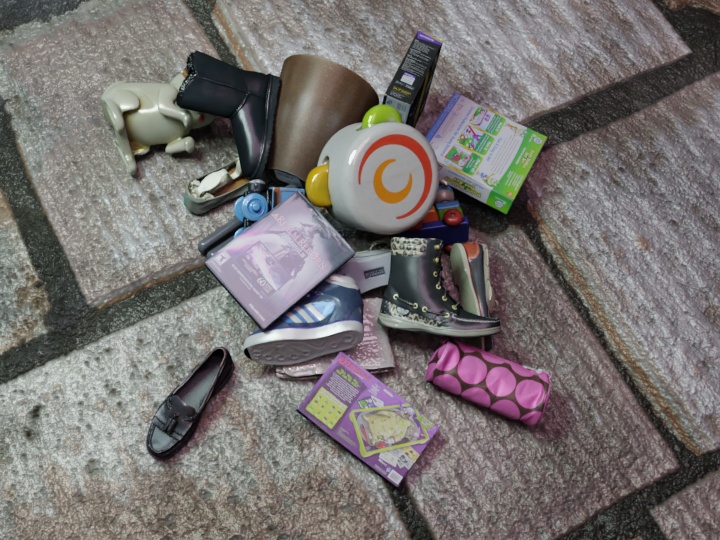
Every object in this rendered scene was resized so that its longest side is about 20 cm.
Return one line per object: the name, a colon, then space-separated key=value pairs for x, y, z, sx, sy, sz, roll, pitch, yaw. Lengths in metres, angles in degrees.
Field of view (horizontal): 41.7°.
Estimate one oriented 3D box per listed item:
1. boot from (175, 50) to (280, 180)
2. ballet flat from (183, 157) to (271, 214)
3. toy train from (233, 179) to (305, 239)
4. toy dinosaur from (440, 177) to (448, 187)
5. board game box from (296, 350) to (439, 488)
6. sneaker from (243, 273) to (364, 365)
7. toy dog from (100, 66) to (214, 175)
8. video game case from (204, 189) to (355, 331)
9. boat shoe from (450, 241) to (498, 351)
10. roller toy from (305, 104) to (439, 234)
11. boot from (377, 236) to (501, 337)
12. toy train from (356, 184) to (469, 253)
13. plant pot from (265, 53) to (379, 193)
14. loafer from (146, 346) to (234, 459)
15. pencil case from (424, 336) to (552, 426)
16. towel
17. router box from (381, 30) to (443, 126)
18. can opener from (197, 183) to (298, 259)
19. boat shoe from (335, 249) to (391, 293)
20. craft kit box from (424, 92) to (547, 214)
boot: x=-0.233 y=-0.263 z=1.613 sx=0.167 sy=0.076 sz=0.201 roll=11 pitch=80 yaw=-19
ballet flat: x=-0.222 y=-0.165 z=1.668 sx=0.199 sy=0.064 sz=0.067 roll=-32 pitch=71 yaw=-20
toy train: x=-0.150 y=-0.049 z=1.573 sx=0.114 sy=0.087 sz=0.201 roll=1 pitch=90 yaw=-19
toy dinosaur: x=0.053 y=-0.183 z=1.682 sx=0.199 sy=0.089 sz=0.048 roll=-5 pitch=22 yaw=12
board game box: x=0.012 y=0.235 z=1.496 sx=0.200 sy=0.032 sz=0.120 roll=38 pitch=75 yaw=4
sneaker: x=-0.094 y=0.065 z=1.531 sx=0.199 sy=0.081 sz=0.147 roll=-10 pitch=52 yaw=1
toy dog: x=-0.349 y=-0.283 z=1.689 sx=0.199 sy=0.140 sz=0.194 roll=-21 pitch=42 yaw=-16
video game case: x=-0.126 y=-0.019 z=1.502 sx=0.200 sy=0.019 sz=0.143 roll=-40 pitch=82 yaw=-19
boat shoe: x=0.203 y=0.044 z=1.610 sx=0.062 sy=0.071 sz=0.201 roll=-1 pitch=67 yaw=-21
roller toy: x=0.024 y=-0.153 z=1.569 sx=0.182 sy=0.140 sz=0.200 roll=41 pitch=78 yaw=-26
boot: x=0.132 y=0.027 z=1.532 sx=0.202 sy=0.073 sz=0.155 roll=6 pitch=91 yaw=14
toy train: x=0.083 y=-0.088 z=1.664 sx=0.199 sy=0.085 sz=0.116 roll=-8 pitch=48 yaw=-3
plant pot: x=-0.089 y=-0.246 z=1.673 sx=0.186 sy=0.187 sz=0.201 roll=21 pitch=76 yaw=5
loafer: x=-0.270 y=0.200 z=1.480 sx=0.072 sy=0.063 sz=0.200 roll=30 pitch=64 yaw=9
pencil case: x=0.209 y=0.174 z=1.536 sx=0.199 sy=0.091 sz=0.094 roll=21 pitch=98 yaw=2
towel: x=-0.047 y=0.111 z=1.567 sx=0.199 sy=0.035 sz=0.133 roll=-5 pitch=65 yaw=-9
router box: x=0.081 y=-0.302 z=1.693 sx=0.052 sy=0.200 sz=0.158 roll=23 pitch=62 yaw=5
can opener: x=-0.190 y=-0.088 z=1.631 sx=0.200 sy=0.067 sz=0.053 roll=-36 pitch=72 yaw=-22
boat shoe: x=0.000 y=0.000 z=1.608 sx=0.199 sy=0.066 sz=0.072 roll=-15 pitch=96 yaw=-1
craft kit box: x=0.220 y=-0.219 z=1.733 sx=0.197 sy=0.049 sz=0.200 roll=26 pitch=50 yaw=10
